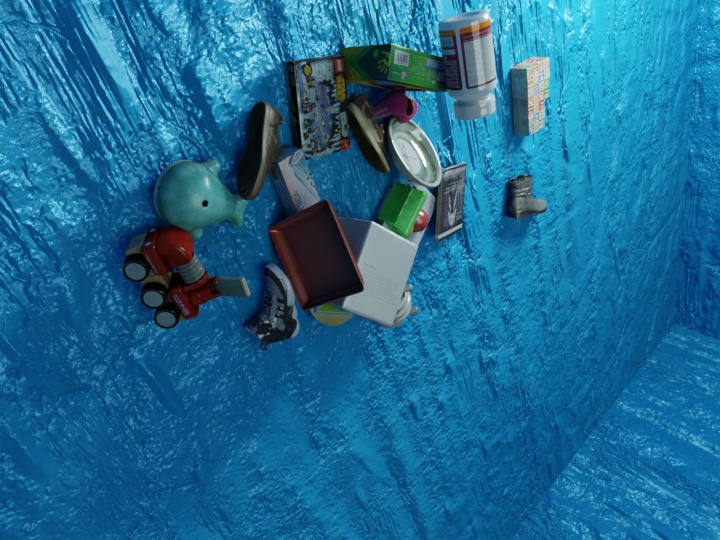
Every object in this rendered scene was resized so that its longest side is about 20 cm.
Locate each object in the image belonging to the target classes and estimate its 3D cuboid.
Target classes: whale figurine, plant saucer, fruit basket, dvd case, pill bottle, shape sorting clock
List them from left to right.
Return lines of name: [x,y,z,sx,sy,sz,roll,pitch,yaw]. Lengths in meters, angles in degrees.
whale figurine: [-0.289,-0.130,1.054,0.198,0.103,0.162,14,97,-47]
plant saucer: [-0.089,-0.031,1.178,0.037,0.198,0.202,-28,96,-48]
shape sorting clock: [-0.060,0.037,1.381,0.198,0.039,0.204,-8,102,-38]
fruit basket: [0.127,-0.142,1.466,0.188,0.093,0.200,-64,151,-3]
plant saucer: [0.123,-0.286,1.367,0.199,0.050,0.203,28,48,-36]
dvd case: [0.258,-0.197,1.577,0.148,0.016,0.204,-27,124,-49]
pill bottle: [0.232,-0.434,1.177,0.109,0.109,0.203,-32,124,-29]

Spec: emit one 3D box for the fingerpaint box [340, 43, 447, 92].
fingerpaint box: [0.078,-0.443,1.223,0.198,0.166,0.075,-6,108,-42]

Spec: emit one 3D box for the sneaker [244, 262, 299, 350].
sneaker: [-0.206,0.089,1.240,0.113,0.075,0.203,-32,129,-33]

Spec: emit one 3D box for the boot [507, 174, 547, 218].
boot: [0.559,-0.253,1.823,0.198,0.069,0.134,-19,114,-42]

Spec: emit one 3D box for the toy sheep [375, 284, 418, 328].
toy sheep: [0.078,0.087,1.469,0.138,0.137,0.202,-41,135,-22]

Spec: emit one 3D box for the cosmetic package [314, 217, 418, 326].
cosmetic package: [0.000,0.000,1.290,0.165,0.166,0.203,23,84,-38]

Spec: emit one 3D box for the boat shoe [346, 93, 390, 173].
boat shoe: [0.031,-0.321,1.300,0.072,0.072,0.201,-46,126,-16]

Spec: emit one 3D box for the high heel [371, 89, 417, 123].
high heel: [0.112,-0.392,1.297,0.199,0.095,0.068,-34,103,-53]

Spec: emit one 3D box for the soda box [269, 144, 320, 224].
soda box: [-0.137,-0.167,1.210,0.068,0.063,0.202,-38,129,-25]

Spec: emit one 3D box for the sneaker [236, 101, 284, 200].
sneaker: [-0.189,-0.231,1.103,0.075,0.070,0.204,20,77,-51]

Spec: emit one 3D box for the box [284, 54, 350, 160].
box: [-0.089,-0.353,1.194,0.136,0.040,0.203,-24,122,-35]

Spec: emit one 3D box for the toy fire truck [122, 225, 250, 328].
toy fire truck: [-0.308,0.006,1.012,0.197,0.129,0.178,-18,125,3]

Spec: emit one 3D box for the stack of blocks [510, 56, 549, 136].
stack of blocks: [0.517,-0.527,1.673,0.114,0.058,0.203,-32,126,-30]
